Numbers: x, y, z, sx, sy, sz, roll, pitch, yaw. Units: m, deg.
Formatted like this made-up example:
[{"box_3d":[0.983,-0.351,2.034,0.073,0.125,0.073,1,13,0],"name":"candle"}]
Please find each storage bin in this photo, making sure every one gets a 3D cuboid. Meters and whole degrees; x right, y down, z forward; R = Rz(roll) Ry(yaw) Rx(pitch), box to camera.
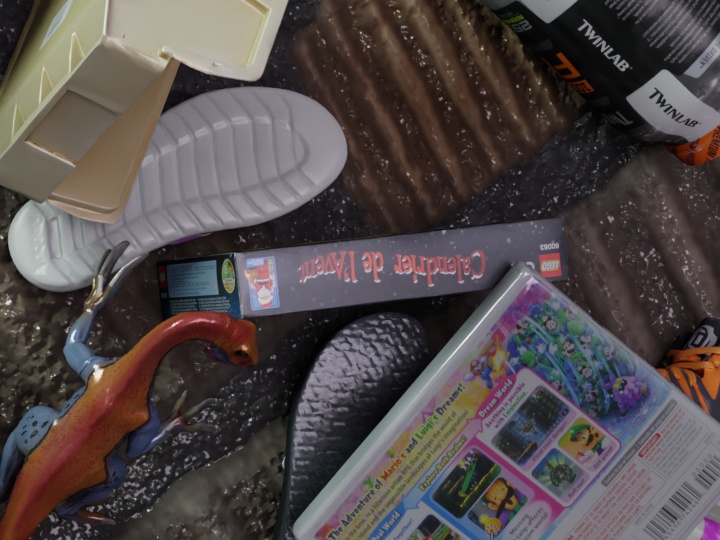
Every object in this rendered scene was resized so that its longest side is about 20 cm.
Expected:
[{"box_3d":[-0.108,-0.149,1.521,0.094,0.200,0.199,26,60,-16],"name":"storage bin"}]

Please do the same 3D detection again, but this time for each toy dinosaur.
[{"box_3d":[-0.130,0.090,1.537,0.105,0.181,0.200,32,54,-13],"name":"toy dinosaur"}]

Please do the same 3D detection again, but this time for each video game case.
[{"box_3d":[0.093,0.124,1.601,0.182,0.024,0.200,39,96,-17],"name":"video game case"}]

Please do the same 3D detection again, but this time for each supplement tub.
[{"box_3d":[0.158,-0.163,1.698,0.200,0.122,0.123,42,73,-14],"name":"supplement tub"}]

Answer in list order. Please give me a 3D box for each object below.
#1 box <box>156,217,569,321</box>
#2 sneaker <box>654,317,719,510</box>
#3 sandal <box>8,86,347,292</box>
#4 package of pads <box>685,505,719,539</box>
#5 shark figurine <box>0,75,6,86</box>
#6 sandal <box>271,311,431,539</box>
[{"box_3d":[0.000,0.000,1.619,0.199,0.137,0.038,-6,90,-23],"name":"box"},{"box_3d":[0.174,0.067,1.727,0.200,0.077,0.112,36,71,-28],"name":"sneaker"},{"box_3d":[-0.107,-0.048,1.628,0.202,0.050,0.083,-20,80,-9],"name":"sandal"},{"box_3d":[0.119,0.184,1.670,0.200,0.068,0.155,26,100,-16],"name":"package of pads"},{"box_3d":[-0.268,-0.015,1.557,0.089,0.128,0.215,37,54,-42],"name":"shark figurine"},{"box_3d":[-0.016,0.117,1.663,0.076,0.043,0.201,19,90,-13],"name":"sandal"}]
